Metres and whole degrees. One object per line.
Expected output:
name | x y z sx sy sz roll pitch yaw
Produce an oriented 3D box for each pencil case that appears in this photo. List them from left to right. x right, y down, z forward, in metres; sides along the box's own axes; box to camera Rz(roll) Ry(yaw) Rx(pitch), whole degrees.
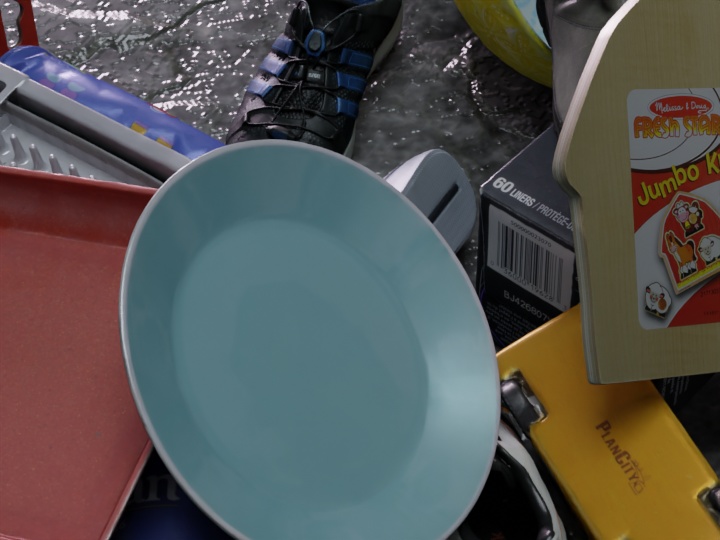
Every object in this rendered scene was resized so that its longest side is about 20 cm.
pencil case | -0.122 -0.046 1.213 0.199 0.078 0.087 29 85 24

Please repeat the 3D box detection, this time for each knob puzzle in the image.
knob puzzle | 0.164 -0.054 1.061 0.219 0.221 0.030 -35 18 -28

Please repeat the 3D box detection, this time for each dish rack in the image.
dish rack | -0.188 -0.015 1.132 0.199 0.044 0.172 26 59 32

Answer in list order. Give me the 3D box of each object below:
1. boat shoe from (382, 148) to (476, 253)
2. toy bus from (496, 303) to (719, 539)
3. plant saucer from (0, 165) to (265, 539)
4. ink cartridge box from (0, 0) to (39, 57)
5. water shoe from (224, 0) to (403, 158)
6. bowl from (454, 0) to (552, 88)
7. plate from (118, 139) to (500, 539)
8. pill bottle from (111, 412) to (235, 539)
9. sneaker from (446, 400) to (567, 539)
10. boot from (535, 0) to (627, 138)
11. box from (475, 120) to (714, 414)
boat shoe | 0.000 0.000 1.151 0.062 0.072 0.200 -27 8 32
toy bus | 0.135 0.111 1.049 0.065 0.078 0.200 -32 53 0
plant saucer | -0.162 0.042 1.024 0.198 0.037 0.201 9 51 21
ink cartridge box | -0.246 -0.091 1.233 0.200 0.109 0.050 -35 53 -27
water shoe | -0.030 -0.118 1.275 0.071 0.079 0.201 11 48 12
bowl | 0.109 -0.188 1.303 0.107 0.201 0.200 -15 27 51
plate | -0.024 0.039 0.999 0.199 0.026 0.201 16 61 -30
pill bottle | -0.080 0.107 1.046 0.110 0.111 0.201 0 47 1
sneaker | 0.054 0.090 1.082 0.073 0.080 0.200 -18 47 -12
boot | 0.122 -0.141 1.115 0.067 0.131 0.201 -9 45 -6
box | 0.165 -0.033 1.174 0.122 0.106 0.200 31 54 26
